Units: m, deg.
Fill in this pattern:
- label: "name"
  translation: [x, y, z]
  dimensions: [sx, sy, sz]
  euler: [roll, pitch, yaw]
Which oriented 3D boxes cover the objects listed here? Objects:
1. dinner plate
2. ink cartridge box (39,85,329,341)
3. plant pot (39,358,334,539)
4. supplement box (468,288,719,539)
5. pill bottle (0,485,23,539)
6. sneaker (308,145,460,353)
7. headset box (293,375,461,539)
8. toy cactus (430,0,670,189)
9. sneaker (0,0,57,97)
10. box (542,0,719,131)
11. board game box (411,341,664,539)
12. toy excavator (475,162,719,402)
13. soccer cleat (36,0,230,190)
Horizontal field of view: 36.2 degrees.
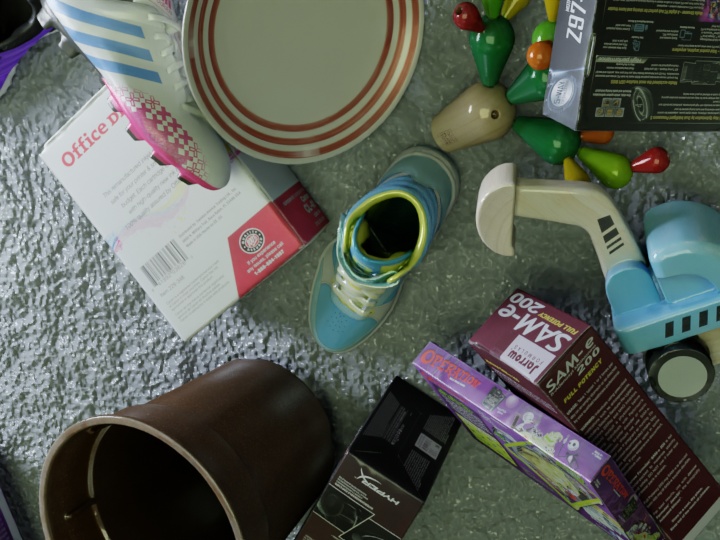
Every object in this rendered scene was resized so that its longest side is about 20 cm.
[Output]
- label: "dinner plate"
  translation: [-0.042, -0.179, 0.827]
  dimensions: [0.197, 0.024, 0.203]
  euler: [-13, 121, -23]
- label: "ink cartridge box"
  translation: [-0.144, -0.069, 0.920]
  dimensions: [0.147, 0.086, 0.201]
  euler: [-35, 93, 23]
- label: "plant pot"
  translation: [-0.130, 0.178, 0.928]
  dimensions: [0.197, 0.198, 0.204]
  euler: [8, 110, 24]
- label: "supplement box"
  translation: [0.179, 0.112, 0.827]
  dimensions: [0.061, 0.109, 0.200]
  euler: [-45, 114, -6]
- label: "pill bottle"
  translation: [-0.397, 0.280, 1.106]
  dimensions: [0.110, 0.111, 0.203]
  euler: [-14, 103, 21]
- label: "sneaker"
  translation: [0.000, 0.000, 0.873]
  dimensions: [0.079, 0.131, 0.202]
  euler: [30, 115, 4]
- label: "headset box"
  translation: [-0.003, 0.213, 0.936]
  dimensions: [0.077, 0.149, 0.202]
  euler: [32, 115, 5]
- label: "toy cactus"
  translation: [0.122, -0.125, 0.813]
  dimensions: [0.164, 0.103, 0.200]
  euler: [-24, 122, 40]
- label: "sneaker"
  translation: [-0.321, -0.195, 0.925]
  dimensions: [0.199, 0.100, 0.070]
  euler: [-36, 93, 24]
- label: "box"
  translation: [0.226, -0.175, 0.726]
  dimensions: [0.197, 0.044, 0.163]
  euler: [-4, 113, -22]
- label: "board game box"
  translation: [0.131, 0.133, 0.838]
  dimensions: [0.032, 0.199, 0.120]
  euler: [-50, 131, -7]
- label: "toy excavator"
  translation: [0.202, -0.010, 0.798]
  dimensions: [0.192, 0.100, 0.202]
  euler: [-19, 114, 20]
- label: "soccer cleat"
  translation: [-0.153, -0.153, 0.816]
  dimensions: [0.086, 0.070, 0.200]
  euler: [-40, 94, 14]
